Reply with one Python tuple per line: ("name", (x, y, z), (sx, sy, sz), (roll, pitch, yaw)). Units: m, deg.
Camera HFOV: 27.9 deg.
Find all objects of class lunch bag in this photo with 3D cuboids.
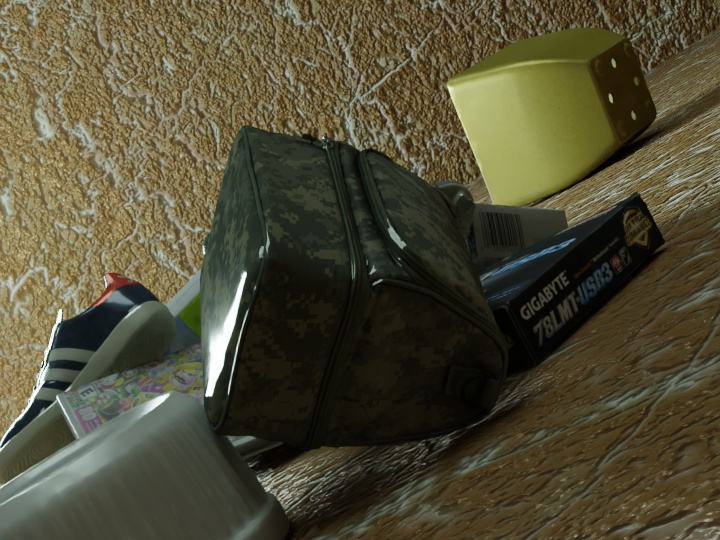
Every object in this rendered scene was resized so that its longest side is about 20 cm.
("lunch bag", (-0.005, 0.011, 0.882), (0.201, 0.166, 0.141), (-106, 31, -60))

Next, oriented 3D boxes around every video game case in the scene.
("video game case", (-0.122, 0.104, 1.125), (0.198, 0.018, 0.143), (-19, 34, -19))

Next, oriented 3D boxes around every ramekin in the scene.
("ramekin", (-0.150, 0.156, 0.845), (0.199, 0.106, 0.200), (-31, 4, 2))

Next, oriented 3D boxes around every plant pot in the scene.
("plant pot", (0.271, -0.215, 1.917), (0.199, 0.196, 0.195), (-14, 14, 44))

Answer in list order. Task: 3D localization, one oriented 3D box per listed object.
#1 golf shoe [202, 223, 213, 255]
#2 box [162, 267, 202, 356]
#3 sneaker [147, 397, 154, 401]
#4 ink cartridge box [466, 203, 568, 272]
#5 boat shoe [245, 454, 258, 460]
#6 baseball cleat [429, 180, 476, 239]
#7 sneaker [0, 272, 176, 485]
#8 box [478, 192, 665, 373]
("golf shoe", (-0.031, -0.019, 1.200), (0.198, 0.089, 0.077), (-18, 24, -13))
("box", (-0.123, 0.073, 1.258), (0.200, 0.122, 0.048), (-45, 23, 5))
("sneaker", (-0.183, 0.157, 0.984), (0.200, 0.071, 0.083), (-44, -42, 8))
("ink cartridge box", (0.075, 0.000, 1.235), (0.108, 0.051, 0.199), (2, -18, -36))
("boat shoe", (-0.063, 0.100, 1.194), (0.199, 0.073, 0.065), (-29, 13, -25))
("baseball cleat", (0.000, 0.000, 1.127), (0.200, 0.070, 0.106), (-45, 29, -12))
("sneaker", (-0.242, 0.087, 1.203), (0.200, 0.084, 0.075), (-46, -30, 0))
("box", (0.093, 0.032, 1.033), (0.199, 0.050, 0.198), (-27, 6, 44))
